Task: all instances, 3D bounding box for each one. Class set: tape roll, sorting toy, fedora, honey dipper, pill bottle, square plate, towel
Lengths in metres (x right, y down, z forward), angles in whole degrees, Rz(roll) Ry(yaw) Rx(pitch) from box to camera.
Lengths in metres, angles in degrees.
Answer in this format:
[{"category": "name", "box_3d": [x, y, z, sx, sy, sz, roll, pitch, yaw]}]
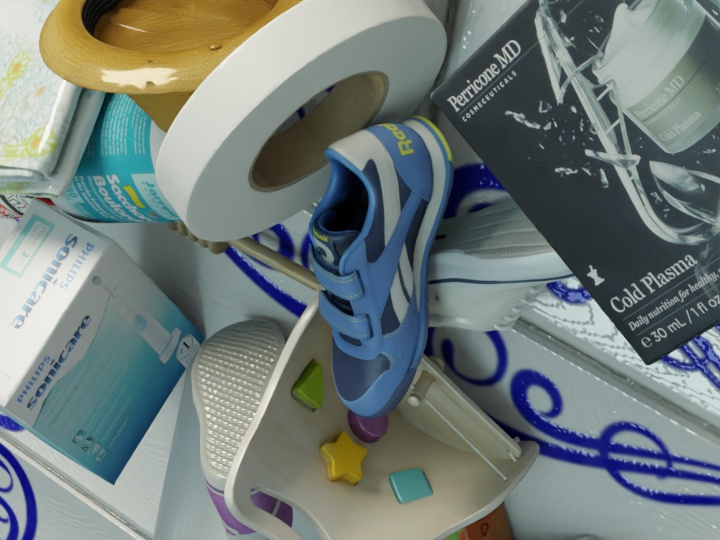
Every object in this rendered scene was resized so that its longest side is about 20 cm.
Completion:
[{"category": "tape roll", "box_3d": [-0.034, -0.096, 0.956, 0.037, 0.202, 0.203, 51, 140, 15]}, {"category": "sorting toy", "box_3d": [-0.006, 0.131, 1.090, 0.200, 0.180, 0.107, 44, 145, -9]}, {"category": "fedora", "box_3d": [-0.105, -0.143, 1.004, 0.199, 0.201, 0.082, 17, 137, 32]}, {"category": "honey dipper", "box_3d": [-0.058, -0.005, 1.169, 0.199, 0.038, 0.038, 28, 134, 21]}, {"category": "pill bottle", "box_3d": [-0.135, -0.090, 1.118, 0.199, 0.111, 0.112, 1, 119, 42]}, {"category": "square plate", "box_3d": [-0.079, 0.165, 1.239, 0.197, 0.028, 0.202, 3, 78, 40]}, {"category": "towel", "box_3d": [-0.243, -0.148, 1.133, 0.170, 0.202, 0.048, 5, 162, 39]}]

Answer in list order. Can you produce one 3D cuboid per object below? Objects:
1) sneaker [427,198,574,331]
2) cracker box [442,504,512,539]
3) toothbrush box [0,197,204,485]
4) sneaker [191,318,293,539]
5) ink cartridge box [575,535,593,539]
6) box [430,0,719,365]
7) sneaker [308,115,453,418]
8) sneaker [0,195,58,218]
[{"category": "sneaker", "box_3d": [0.092, 0.000, 1.022, 0.199, 0.073, 0.071, -6, 125, 53]}, {"category": "cracker box", "box_3d": [0.028, 0.215, 1.235, 0.198, 0.058, 0.135, 2, 118, 40]}, {"category": "toothbrush box", "box_3d": [-0.222, 0.060, 1.218, 0.085, 0.147, 0.200, 26, 167, 24]}, {"category": "sneaker", "box_3d": [-0.086, 0.132, 1.189, 0.072, 0.201, 0.115, -7, 126, 7]}, {"category": "ink cartridge box", "box_3d": [0.139, 0.318, 1.141, 0.145, 0.084, 0.202, -20, 109, 7]}, {"category": "box", "box_3d": [0.179, -0.090, 0.831, 0.197, 0.124, 0.200, 51, 139, 2]}, {"category": "sneaker", "box_3d": [0.000, 0.000, 1.002, 0.074, 0.082, 0.202, 26, 115, 47]}, {"category": "sneaker", "box_3d": [-0.304, -0.134, 1.274, 0.107, 0.067, 0.203, 1, 123, 40]}]
